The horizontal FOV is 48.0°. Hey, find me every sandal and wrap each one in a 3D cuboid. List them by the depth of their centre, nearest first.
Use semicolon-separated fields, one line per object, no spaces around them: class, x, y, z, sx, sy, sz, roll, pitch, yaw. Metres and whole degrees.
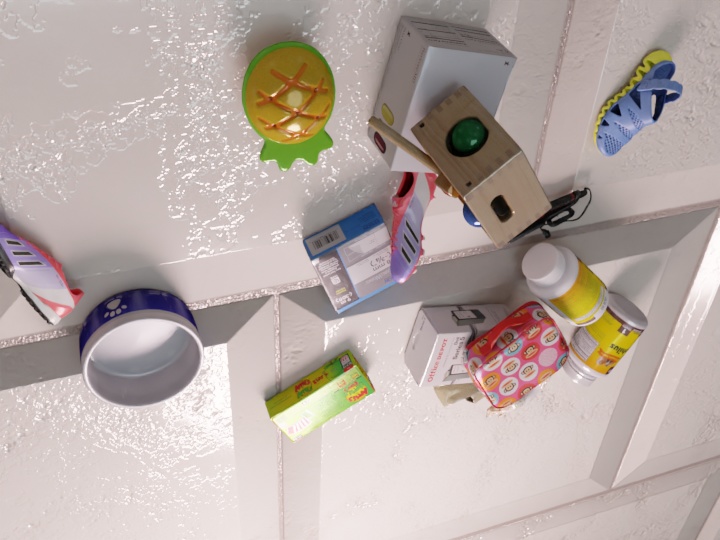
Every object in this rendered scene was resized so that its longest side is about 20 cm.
sandal;0.488;-0.283;1.417;0.079;0.087;0.201;12;123;-35

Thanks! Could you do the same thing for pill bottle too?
pill bottle;0.403;0.024;1.601;0.109;0.110;0.199;-44;132;14
pill bottle;0.533;0.158;1.784;0.108;0.110;0.201;13;120;-33

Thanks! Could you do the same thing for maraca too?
maraca;-0.100;-0.232;1.159;0.135;0.108;0.202;-11;131;-7

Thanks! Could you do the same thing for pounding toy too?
pounding toy;0.143;-0.153;1.154;0.142;0.185;0.200;-38;143;7

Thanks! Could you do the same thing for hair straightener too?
hair straightener;0.356;-0.103;1.541;0.198;0.041;0.077;-27;138;-9

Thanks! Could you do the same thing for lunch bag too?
lunch bag;0.299;0.160;1.574;0.199;0.082;0.177;-36;130;1

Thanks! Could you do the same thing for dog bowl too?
dog bowl;-0.366;0.132;1.351;0.197;0.079;0.202;-14;131;-16

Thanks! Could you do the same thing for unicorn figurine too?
unicorn figurine;0.369;0.260;1.796;0.200;0.074;0.138;-47;172;-28

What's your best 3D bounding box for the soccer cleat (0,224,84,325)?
soccer cleat;-0.488;-0.008;1.198;0.073;0.068;0.201;-42;133;-21

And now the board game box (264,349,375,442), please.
board game box;-0.079;0.252;1.609;0.198;0.048;0.102;-32;134;2

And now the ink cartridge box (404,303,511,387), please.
ink cartridge box;0.204;0.151;1.636;0.197;0.084;0.147;-2;127;-25

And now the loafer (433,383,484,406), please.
loafer;0.248;0.250;1.735;0.197;0.076;0.069;-6;88;-13

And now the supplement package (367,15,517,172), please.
supplement package;0.120;-0.263;1.238;0.154;0.111;0.202;0;126;-25

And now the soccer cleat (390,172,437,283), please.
soccer cleat;0.075;-0.082;1.353;0.076;0.066;0.203;18;86;-30

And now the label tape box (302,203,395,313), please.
label tape box;0.000;0.000;1.429;0.143;0.064;0.201;-27;133;-2
